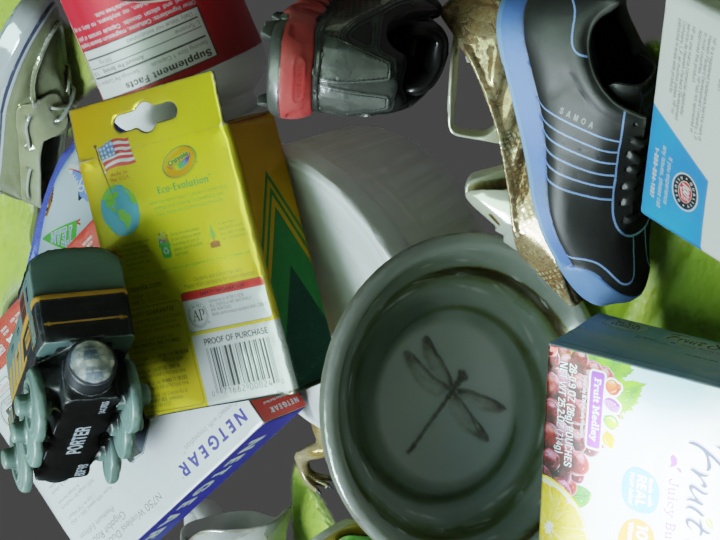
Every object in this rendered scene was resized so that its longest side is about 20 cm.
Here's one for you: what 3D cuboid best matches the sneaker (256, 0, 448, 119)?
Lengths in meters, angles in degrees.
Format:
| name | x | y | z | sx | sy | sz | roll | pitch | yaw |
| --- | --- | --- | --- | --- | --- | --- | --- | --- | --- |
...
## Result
| name | x | y | z | sx | sy | sz | roll | pitch | yaw |
| --- | --- | --- | --- | --- | --- | --- | --- | --- | --- |
| sneaker | 0.008 | -0.138 | 1.556 | 0.098 | 0.201 | 0.071 | 8 | 116 | 10 |

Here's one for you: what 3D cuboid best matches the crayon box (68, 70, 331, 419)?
| name | x | y | z | sx | sy | sz | roll | pitch | yaw |
| --- | --- | --- | --- | --- | --- | --- | --- | --- | --- |
| crayon box | -0.097 | -0.018 | 1.660 | 0.127 | 0.051 | 0.201 | -11 | 95 | 37 |

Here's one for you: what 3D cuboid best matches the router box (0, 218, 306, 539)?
| name | x | y | z | sx | sy | sz | roll | pitch | yaw |
| --- | --- | --- | --- | --- | --- | --- | --- | --- | --- |
| router box | -0.155 | 0.075 | 1.786 | 0.200 | 0.049 | 0.180 | -44 | 75 | 35 |

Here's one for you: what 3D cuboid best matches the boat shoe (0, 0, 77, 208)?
| name | x | y | z | sx | sy | sz | roll | pitch | yaw |
| --- | --- | --- | --- | --- | --- | --- | --- | --- | --- |
| boat shoe | -0.237 | -0.125 | 1.972 | 0.062 | 0.072 | 0.200 | 26 | 142 | 6 |

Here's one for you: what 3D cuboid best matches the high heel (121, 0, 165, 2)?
| name | x | y | z | sx | sy | sz | roll | pitch | yaw |
| --- | --- | --- | --- | --- | --- | --- | --- | --- | --- |
| high heel | -0.078 | -0.230 | 1.634 | 0.199 | 0.067 | 0.096 | -18 | 103 | 21 |

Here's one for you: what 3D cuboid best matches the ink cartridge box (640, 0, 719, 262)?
| name | x | y | z | sx | sy | sz | roll | pitch | yaw |
| --- | --- | --- | --- | --- | --- | --- | --- | --- | --- |
| ink cartridge box | 0.246 | -0.056 | 1.360 | 0.200 | 0.084 | 0.146 | 35 | 138 | 33 |

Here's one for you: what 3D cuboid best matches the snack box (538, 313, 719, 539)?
| name | x | y | z | sx | sy | sz | roll | pitch | yaw |
| --- | --- | --- | --- | --- | --- | --- | --- | --- | --- |
| snack box | 0.188 | 0.142 | 1.531 | 0.168 | 0.068 | 0.201 | 15 | 116 | 30 |

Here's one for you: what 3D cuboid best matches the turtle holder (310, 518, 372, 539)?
| name | x | y | z | sx | sy | sz | roll | pitch | yaw |
| --- | --- | --- | --- | --- | --- | --- | --- | --- | --- |
| turtle holder | 0.010 | 0.233 | 1.814 | 0.132 | 0.141 | 0.186 | 48 | 158 | 19 |

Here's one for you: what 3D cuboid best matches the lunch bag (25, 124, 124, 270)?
| name | x | y | z | sx | sy | sz | roll | pitch | yaw |
| --- | --- | --- | --- | --- | --- | --- | --- | --- | --- |
| lunch bag | -0.144 | 0.012 | 1.878 | 0.170 | 0.124 | 0.201 | 33 | 124 | 37 |

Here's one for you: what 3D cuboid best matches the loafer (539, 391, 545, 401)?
| name | x | y | z | sx | sy | sz | roll | pitch | yaw |
| --- | --- | --- | --- | --- | --- | --- | --- | --- | --- |
| loafer | 0.127 | 0.128 | 1.655 | 0.200 | 0.072 | 0.073 | 55 | 146 | 11 |

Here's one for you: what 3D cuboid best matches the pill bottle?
| name | x | y | z | sx | sy | sz | roll | pitch | yaw |
| --- | --- | --- | --- | --- | --- | --- | --- | --- | --- |
| pill bottle | -0.129 | -0.162 | 1.751 | 0.112 | 0.112 | 0.201 | -10 | 105 | 54 |

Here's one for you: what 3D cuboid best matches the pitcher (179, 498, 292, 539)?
| name | x | y | z | sx | sy | sz | roll | pitch | yaw |
| --- | --- | --- | --- | --- | --- | --- | --- | --- | --- |
| pitcher | -0.086 | 0.272 | 2.012 | 0.172 | 0.121 | 0.201 | -168 | 66 | -73 |

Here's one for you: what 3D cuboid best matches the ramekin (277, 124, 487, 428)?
| name | x | y | z | sx | sy | sz | roll | pitch | yaw |
| --- | --- | --- | --- | --- | --- | --- | --- | --- | --- |
| ramekin | 0.000 | 0.000 | 1.712 | 0.202 | 0.094 | 0.203 | 31 | 135 | 36 |

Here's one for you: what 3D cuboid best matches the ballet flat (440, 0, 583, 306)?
| name | x | y | z | sx | sy | sz | roll | pitch | yaw |
| --- | --- | --- | --- | --- | --- | --- | --- | --- | --- |
| ballet flat | 0.087 | -0.073 | 1.565 | 0.065 | 0.071 | 0.201 | -9 | 102 | 13 |

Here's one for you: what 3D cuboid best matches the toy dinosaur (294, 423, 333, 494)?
| name | x | y | z | sx | sy | sz | roll | pitch | yaw |
| --- | --- | --- | --- | --- | --- | --- | --- | --- | --- |
| toy dinosaur | -0.015 | 0.096 | 1.818 | 0.199 | 0.058 | 0.101 | 12 | 127 | 17 |

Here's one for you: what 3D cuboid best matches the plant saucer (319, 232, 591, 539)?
| name | x | y | z | sx | sy | sz | roll | pitch | yaw |
| --- | --- | --- | --- | --- | --- | --- | --- | --- | --- |
| plant saucer | 0.054 | 0.078 | 1.594 | 0.050 | 0.200 | 0.201 | -1 | 113 | 59 |

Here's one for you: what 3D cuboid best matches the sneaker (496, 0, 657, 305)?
| name | x | y | z | sx | sy | sz | roll | pitch | yaw |
| --- | --- | --- | --- | --- | --- | --- | --- | --- | --- |
| sneaker | 0.138 | -0.070 | 1.506 | 0.078 | 0.070 | 0.201 | 0 | 119 | 38 |

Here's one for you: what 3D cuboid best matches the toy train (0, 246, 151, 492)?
| name | x | y | z | sx | sy | sz | roll | pitch | yaw |
| --- | --- | --- | --- | --- | --- | --- | --- | --- | --- |
| toy train | -0.182 | 0.065 | 1.685 | 0.200 | 0.085 | 0.114 | 119 | 144 | -65 |
